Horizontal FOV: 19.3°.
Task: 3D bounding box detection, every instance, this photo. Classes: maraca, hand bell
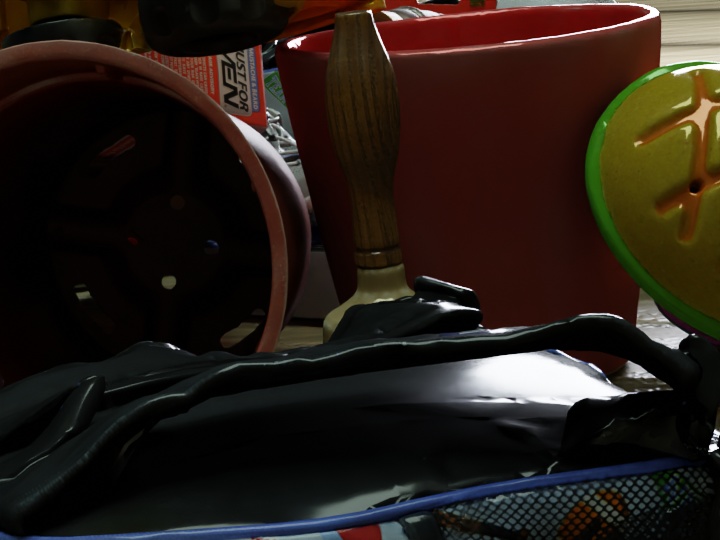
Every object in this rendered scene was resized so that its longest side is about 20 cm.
[{"bbox_3d":[0.195,-0.017,0.971,0.137,0.200,0.107,-49,-9,-22],"label":"maraca"},{"bbox_3d":[0.009,-0.014,0.934,0.104,0.200,0.104,-5,11,1],"label":"hand bell"}]

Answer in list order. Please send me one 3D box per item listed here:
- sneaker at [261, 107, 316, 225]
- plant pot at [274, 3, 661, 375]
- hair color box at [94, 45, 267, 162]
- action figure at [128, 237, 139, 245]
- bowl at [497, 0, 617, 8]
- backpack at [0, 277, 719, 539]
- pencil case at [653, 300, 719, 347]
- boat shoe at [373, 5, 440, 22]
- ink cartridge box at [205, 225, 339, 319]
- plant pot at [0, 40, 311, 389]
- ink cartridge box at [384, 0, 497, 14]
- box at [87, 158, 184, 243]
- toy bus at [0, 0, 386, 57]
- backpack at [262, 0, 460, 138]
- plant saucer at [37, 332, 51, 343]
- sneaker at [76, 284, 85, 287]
[{"bbox_3d":[-0.069,-0.066,1.300,0.075,0.082,0.200,-11,11,-33],"label":"sneaker"},{"bbox_3d":[0.062,-0.037,1.078,0.200,0.178,0.200,-6,12,1],"label":"plant pot"},{"bbox_3d":[-0.165,-0.100,1.164,0.200,0.064,0.111,7,-19,-34],"label":"hair color box"},{"bbox_3d":[-0.214,0.006,1.234,0.200,0.065,0.052,-16,39,45],"label":"action figure"},{"bbox_3d":[0.137,-0.148,1.652,0.090,0.201,0.201,-41,25,-18],"label":"bowl"},{"bbox_3d":[-0.015,0.083,0.561,0.190,0.154,0.200,-1,3,-18],"label":"backpack"},{"bbox_3d":[0.225,-0.019,1.143,0.092,0.085,0.200,-30,-1,29],"label":"pencil case"},{"bbox_3d":[0.003,-0.077,1.342,0.070,0.200,0.070,-9,49,-48],"label":"boat shoe"},{"bbox_3d":[0.000,0.000,1.259,0.200,0.044,0.094,2,12,36],"label":"ink cartridge box"},{"bbox_3d":[-0.114,-0.008,1.030,0.201,0.201,0.195,-4,4,10],"label":"plant pot"},{"bbox_3d":[0.021,-0.115,1.429,0.047,0.200,0.160,10,2,-29],"label":"ink cartridge box"},{"bbox_3d":[-0.176,-0.028,1.271,0.163,0.021,0.200,1,-14,-20],"label":"box"},{"bbox_3d":[-0.084,-0.164,1.075,0.200,0.136,0.192,-13,-6,27],"label":"toy bus"},{"bbox_3d":[-0.011,-0.121,1.597,0.190,0.154,0.200,-2,2,-23],"label":"backpack"},{"bbox_3d":[-0.260,0.057,1.126,0.200,0.038,0.200,-5,11,1],"label":"plant saucer"},{"bbox_3d":[-0.143,-0.037,1.448,0.200,0.078,0.080,-10,3,-20],"label":"sneaker"}]
